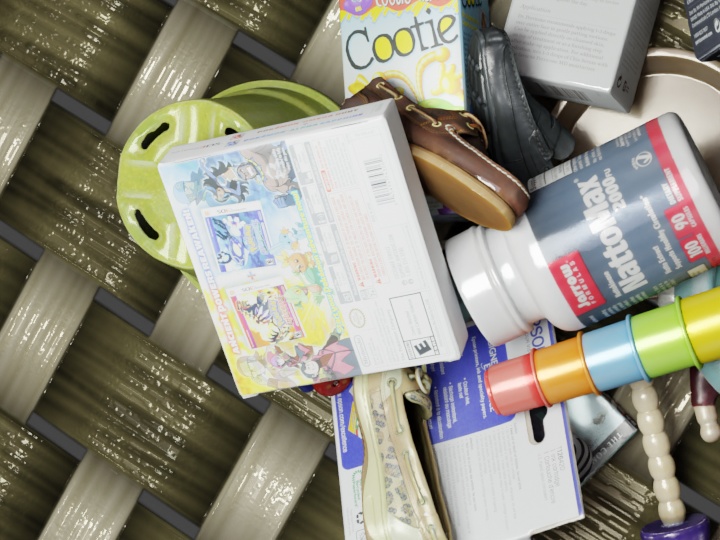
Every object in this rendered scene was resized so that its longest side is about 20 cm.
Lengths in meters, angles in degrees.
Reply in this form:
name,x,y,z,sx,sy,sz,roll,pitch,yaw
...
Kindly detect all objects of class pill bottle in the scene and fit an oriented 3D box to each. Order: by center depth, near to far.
name,x,y,z,sx,sy,sz,roll,pitch,yaw
pill bottle,0.171,-0.024,1.523,0.199,0.120,0.120,-26,82,13

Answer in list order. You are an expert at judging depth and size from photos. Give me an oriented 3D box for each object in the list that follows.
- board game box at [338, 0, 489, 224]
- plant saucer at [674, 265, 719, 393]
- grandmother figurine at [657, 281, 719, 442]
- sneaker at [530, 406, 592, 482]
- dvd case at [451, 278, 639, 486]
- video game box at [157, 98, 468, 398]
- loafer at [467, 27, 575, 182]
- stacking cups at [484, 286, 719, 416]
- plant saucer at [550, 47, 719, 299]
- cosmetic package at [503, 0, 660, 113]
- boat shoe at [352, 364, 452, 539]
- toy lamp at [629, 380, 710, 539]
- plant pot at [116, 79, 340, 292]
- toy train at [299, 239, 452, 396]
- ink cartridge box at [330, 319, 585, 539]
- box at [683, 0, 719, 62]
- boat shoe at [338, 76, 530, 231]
name,x,y,z,sx,sy,sz,roll,pitch,yaw
board game box,0.049,-0.140,1.649,0.103,0.105,0.201,-4,87,17
plant saucer,0.340,0.020,1.556,0.199,0.027,0.201,1,78,-6
grandmother figurine,0.303,0.082,1.578,0.121,0.061,0.200,-37,87,-32
sneaker,0.093,0.188,1.636,0.200,0.074,0.088,-44,59,6
dvd case,0.109,0.107,1.668,0.146,0.022,0.200,-45,79,11
video game box,-0.034,-0.013,1.512,0.181,0.047,0.201,-11,112,17
loafer,0.131,-0.100,1.586,0.070,0.068,0.201,-18,116,-1
stacking cups,0.189,0.061,1.519,0.199,0.060,0.061,-17,84,14
plant saucer,0.239,-0.077,1.630,0.199,0.029,0.201,0,89,16
cosmetic package,0.185,-0.235,1.610,0.101,0.071,0.201,14,85,23
boat shoe,0.037,0.126,1.562,0.062,0.073,0.201,-12,67,21
toy lamp,0.235,0.149,1.603,0.058,0.058,0.201,-13,93,16
plant pot,-0.104,-0.065,1.650,0.200,0.184,0.201,-1,88,16
toy train,0.000,0.000,1.624,0.200,0.116,0.085,-40,50,3
ink cartridge box,0.076,0.140,1.599,0.199,0.047,0.198,-18,56,18
box,0.338,-0.278,1.523,0.196,0.117,0.201,-11,85,-12
boat shoe,0.057,-0.095,1.524,0.070,0.070,0.200,-47,49,-13
